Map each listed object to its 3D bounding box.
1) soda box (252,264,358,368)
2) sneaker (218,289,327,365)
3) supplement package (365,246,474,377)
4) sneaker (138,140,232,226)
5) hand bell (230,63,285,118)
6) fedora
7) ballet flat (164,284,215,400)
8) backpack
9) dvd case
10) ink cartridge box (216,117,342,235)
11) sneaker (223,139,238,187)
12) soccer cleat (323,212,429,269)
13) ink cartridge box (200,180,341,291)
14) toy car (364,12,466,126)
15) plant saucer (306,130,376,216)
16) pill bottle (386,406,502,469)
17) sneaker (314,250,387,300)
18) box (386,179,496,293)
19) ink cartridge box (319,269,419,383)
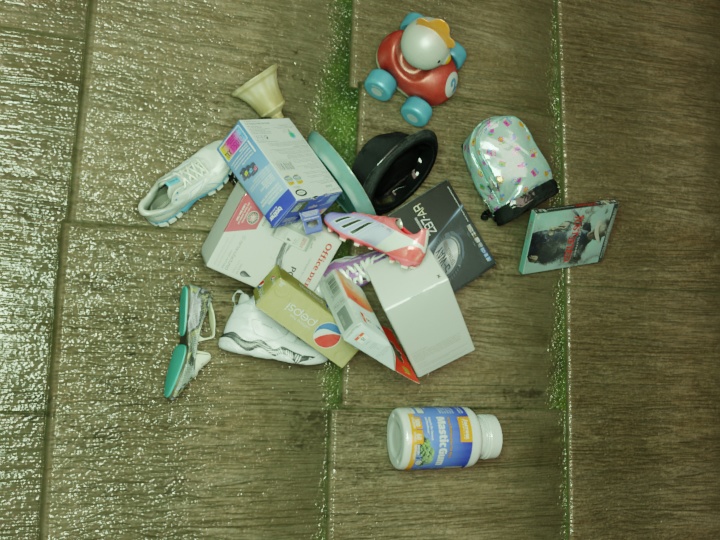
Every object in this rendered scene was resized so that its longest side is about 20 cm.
[{"bbox_3d":[-0.087,0.080,1.183,0.200,0.064,0.068,39,99,-25],"label":"soda box"},{"bbox_3d":[-0.147,0.104,1.235,0.199,0.075,0.116,12,82,-12],"label":"sneaker"},{"bbox_3d":[0.108,0.069,1.230,0.121,0.120,0.200,-26,132,0],"label":"supplement package"},{"bbox_3d":[-0.300,-0.151,1.184,0.200,0.087,0.075,-43,86,1],"label":"sneaker"},{"bbox_3d":[-0.145,-0.274,1.292,0.104,0.104,0.200,-39,108,-17],"label":"hand bell"},{"bbox_3d":[0.053,-0.204,1.311,0.200,0.201,0.092,-41,65,-17],"label":"fedora"},{"bbox_3d":[-0.290,0.127,1.196,0.072,0.072,0.202,10,82,-15],"label":"ballet flat"},{"bbox_3d":[0.296,-0.211,1.383,0.166,0.127,0.201,-29,89,-15],"label":"backpack"},{"bbox_3d":[0.428,-0.070,1.416,0.199,0.022,0.147,-9,125,-19],"label":"dvd case"},{"bbox_3d":[-0.123,-0.153,1.137,0.200,0.076,0.136,53,33,11],"label":"ink cartridge box"},{"bbox_3d":[-0.175,-0.177,1.265,0.115,0.076,0.200,-39,95,-21],"label":"sneaker"},{"bbox_3d":[0.027,-0.068,1.176,0.199,0.067,0.077,27,100,27],"label":"soccer cleat"},{"bbox_3d":[-0.154,-0.044,1.200,0.199,0.083,0.147,25,101,-28],"label":"ink cartridge box"},{"bbox_3d":[0.132,-0.412,1.319,0.176,0.200,0.185,34,75,-10],"label":"toy car"},{"bbox_3d":[-0.040,-0.160,1.239,0.027,0.200,0.201,-37,94,-7],"label":"plant saucer"},{"bbox_3d":[0.158,0.312,1.283,0.199,0.112,0.113,2,83,-16],"label":"pill bottle"},{"bbox_3d":[0.000,-0.001,1.274,0.200,0.114,0.073,-24,92,-17],"label":"sneaker"},{"bbox_3d":[0.154,-0.055,1.363,0.160,0.044,0.201,-32,93,-18],"label":"box"},{"bbox_3d":[0.028,0.100,1.212,0.200,0.162,0.050,32,108,-35],"label":"ink cartridge box"}]
